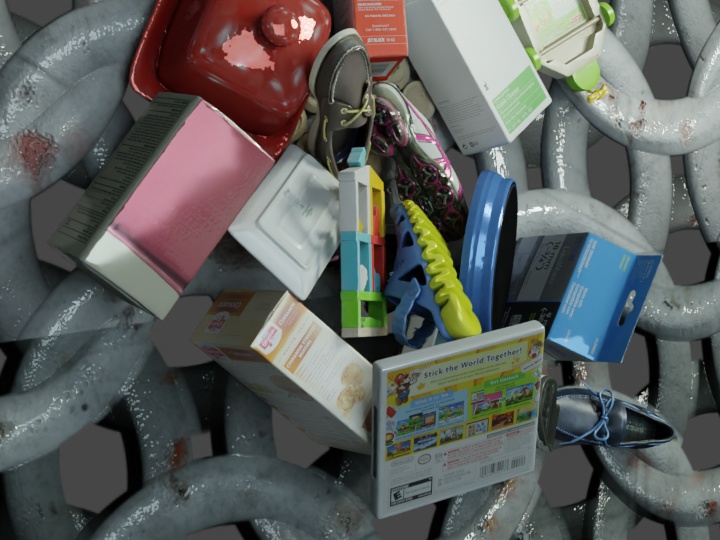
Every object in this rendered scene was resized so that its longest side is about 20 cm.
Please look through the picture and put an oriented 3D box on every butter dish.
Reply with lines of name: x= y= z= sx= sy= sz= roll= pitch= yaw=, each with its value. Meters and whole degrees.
butter dish: x=-0.111 y=-0.243 z=1.512 sx=0.199 sy=0.148 sz=0.201 roll=28 pitch=74 yaw=-25

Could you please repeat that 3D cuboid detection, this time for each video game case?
video game case: x=0.101 y=0.156 z=1.507 sx=0.199 sy=0.023 sz=0.183 roll=-12 pitch=119 yaw=-25

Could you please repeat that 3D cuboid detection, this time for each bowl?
bowl: x=0.149 y=-0.014 z=1.658 sx=0.039 sy=0.201 sz=0.202 roll=7 pitch=82 yaw=12

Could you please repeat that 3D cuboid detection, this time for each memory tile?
memory tile: x=-0.008 y=-0.183 z=1.656 sx=0.200 sy=0.017 sz=0.153 roll=-49 pitch=113 yaw=-24

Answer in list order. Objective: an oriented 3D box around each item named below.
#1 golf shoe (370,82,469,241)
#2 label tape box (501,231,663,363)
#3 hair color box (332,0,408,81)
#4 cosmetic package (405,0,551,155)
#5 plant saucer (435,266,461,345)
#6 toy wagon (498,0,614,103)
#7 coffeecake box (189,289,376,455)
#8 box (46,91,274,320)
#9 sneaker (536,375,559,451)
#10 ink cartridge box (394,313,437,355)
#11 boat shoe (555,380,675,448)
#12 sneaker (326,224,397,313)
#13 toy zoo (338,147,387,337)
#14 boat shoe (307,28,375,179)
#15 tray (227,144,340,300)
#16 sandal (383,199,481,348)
golf shoe: x=0.071 y=-0.129 z=1.642 sx=0.201 sy=0.072 sz=0.092 roll=57 pitch=37 yaw=-8
label tape box: x=0.244 y=0.030 z=1.698 sx=0.063 sy=0.200 sz=0.145 roll=33 pitch=71 yaw=-27
hair color box: x=0.006 y=-0.320 z=1.596 sx=0.064 sy=0.111 sz=0.201 roll=-4 pitch=84 yaw=-11
cosmetic package: x=0.127 y=-0.251 z=1.697 sx=0.108 sy=0.085 sz=0.201 roll=-45 pitch=113 yaw=-36
plant saucer: x=0.101 y=0.096 z=1.714 sx=0.070 sy=0.019 sz=0.201 roll=1 pitch=87 yaw=-32
toy wagon: x=0.253 y=-0.303 z=1.812 sx=0.155 sy=0.039 sz=0.201 roll=-33 pitch=106 yaw=-28
coffeecake box: x=-0.062 y=0.107 z=1.529 sx=0.200 sy=0.153 sz=0.073 roll=42 pitch=71 yaw=-24
box: x=-0.201 y=-0.068 z=1.445 sx=0.109 sy=0.128 sz=0.200 roll=39 pitch=80 yaw=-27
sneaker: x=0.166 y=0.156 z=1.667 sx=0.120 sy=0.200 sz=0.084 roll=9 pitch=72 yaw=13
ink cartridge box: x=0.054 y=0.111 z=1.617 sx=0.039 sy=0.099 sz=0.201 roll=16 pitch=89 yaw=-2
boat shoe: x=0.313 y=0.183 z=1.814 sx=0.199 sy=0.069 sz=0.085 roll=5 pitch=86 yaw=-32
sneaker: x=0.000 y=0.000 z=1.621 sx=0.199 sy=0.071 sz=0.100 roll=1 pitch=83 yaw=-36
toy zoo: x=0.003 y=-0.030 z=1.525 sx=0.131 sy=0.020 sz=0.201 roll=10 pitch=79 yaw=-76
boat shoe: x=-0.015 y=-0.172 z=1.532 sx=0.072 sy=0.200 sz=0.060 roll=-25 pitch=62 yaw=-23
tray: x=-0.061 y=-0.059 z=1.507 sx=0.107 sy=0.022 sz=0.200 roll=42 pitch=34 yaw=-9
sandal: x=0.059 y=0.007 z=1.550 sx=0.079 sy=0.087 sz=0.201 roll=45 pitch=21 yaw=-43
